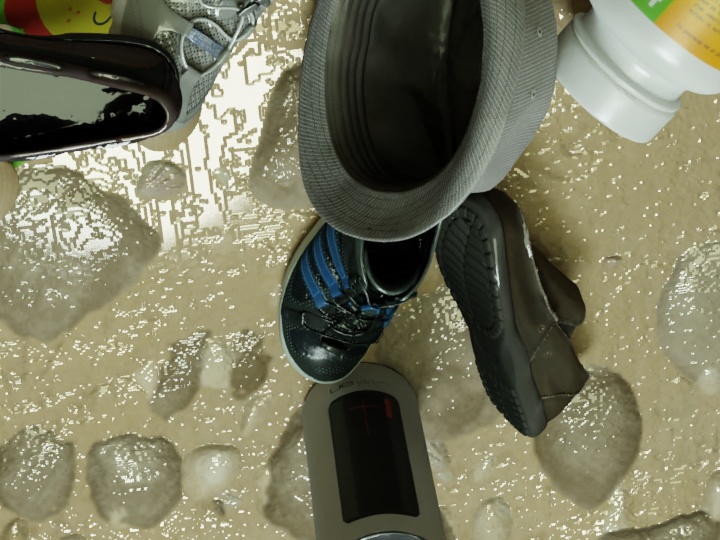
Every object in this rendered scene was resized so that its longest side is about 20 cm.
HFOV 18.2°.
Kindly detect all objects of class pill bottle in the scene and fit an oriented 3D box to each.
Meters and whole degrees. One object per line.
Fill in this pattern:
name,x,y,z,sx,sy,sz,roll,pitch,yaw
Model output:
pill bottle,0.199,-0.172,1.281,0.111,0.111,0.200,30,115,-23

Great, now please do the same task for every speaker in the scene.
speaker,0.008,0.141,1.415,0.081,0.200,0.081,-2,118,-4

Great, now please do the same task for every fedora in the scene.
fedora,0.050,-0.112,1.286,0.090,0.177,0.201,6,86,-42

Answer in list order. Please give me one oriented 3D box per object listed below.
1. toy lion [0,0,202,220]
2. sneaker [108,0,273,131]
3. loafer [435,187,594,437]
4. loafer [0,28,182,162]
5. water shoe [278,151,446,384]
toy lion,-0.167,-0.142,1.245,0.200,0.069,0.192,-27,135,-29
sneaker,-0.071,-0.165,1.224,0.075,0.082,0.201,21,93,-50
loafer,0.102,0.017,1.428,0.071,0.073,0.200,-32,137,-16
loafer,-0.191,-0.089,1.167,0.199,0.063,0.072,-5,113,-10
water shoe,0.000,0.000,1.393,0.071,0.079,0.200,14,121,-15
